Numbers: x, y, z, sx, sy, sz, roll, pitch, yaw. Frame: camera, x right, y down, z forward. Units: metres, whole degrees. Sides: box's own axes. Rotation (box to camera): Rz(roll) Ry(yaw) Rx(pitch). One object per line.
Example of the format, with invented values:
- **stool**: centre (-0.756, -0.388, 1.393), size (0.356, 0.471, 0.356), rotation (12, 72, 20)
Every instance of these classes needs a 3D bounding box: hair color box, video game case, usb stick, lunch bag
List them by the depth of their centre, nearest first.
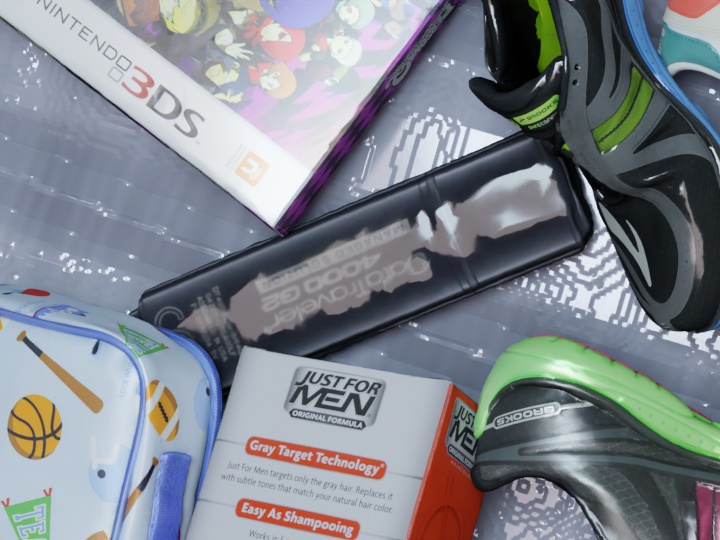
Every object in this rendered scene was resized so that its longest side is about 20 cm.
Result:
- **hair color box**: centre (-0.022, 0.139, 1.018), size (0.101, 0.061, 0.201), rotation (9, 74, 29)
- **lunch bag**: centre (-0.139, 0.111, 1.059), size (0.159, 0.075, 0.201), rotation (14, 94, 28)
- **video game case**: centre (-0.043, -0.147, 1.067), size (0.181, 0.036, 0.200), rotation (38, 90, 9)
- **usb stick**: centre (0.000, 0.000, 1.070), size (0.199, 0.033, 0.056), rotation (-23, 90, 10)

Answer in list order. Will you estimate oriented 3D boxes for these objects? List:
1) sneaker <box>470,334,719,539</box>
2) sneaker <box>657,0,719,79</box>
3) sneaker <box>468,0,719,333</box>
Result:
- **sneaker**: centre (0.132, 0.101, 1.013), size (0.199, 0.077, 0.084), rotation (28, 86, 7)
- **sneaker**: centre (0.208, -0.067, 1.019), size (0.199, 0.070, 0.094), rotation (31, 113, 8)
- **sneaker**: centre (0.086, -0.063, 1.011), size (0.083, 0.071, 0.201), rotation (-30, 99, -34)
